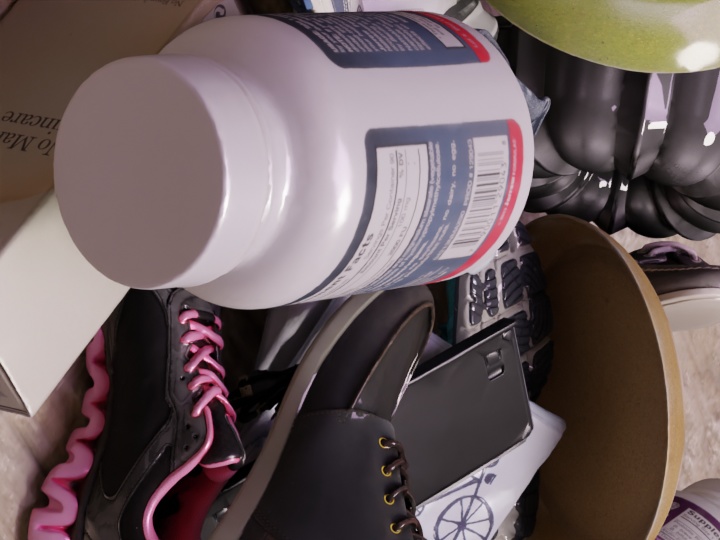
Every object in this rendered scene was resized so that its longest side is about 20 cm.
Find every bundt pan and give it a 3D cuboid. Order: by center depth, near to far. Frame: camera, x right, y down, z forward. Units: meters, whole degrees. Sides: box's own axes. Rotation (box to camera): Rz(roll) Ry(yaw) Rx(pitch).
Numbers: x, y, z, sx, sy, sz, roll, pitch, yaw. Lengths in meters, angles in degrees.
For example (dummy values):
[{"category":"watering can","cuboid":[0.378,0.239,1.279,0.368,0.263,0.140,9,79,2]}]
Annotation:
[{"category":"bundt pan","cuboid":[0.141,-0.069,1.495,0.202,0.201,0.076,28,68,-53]}]

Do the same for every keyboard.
[{"category":"keyboard","cuboid":[-0.004,0.077,1.384,0.199,0.021,0.128,-29,127,-23]}]

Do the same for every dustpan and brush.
[{"category":"dustpan and brush","cuboid":[0.000,0.000,1.447,0.199,0.057,0.140,-18,131,-45]}]

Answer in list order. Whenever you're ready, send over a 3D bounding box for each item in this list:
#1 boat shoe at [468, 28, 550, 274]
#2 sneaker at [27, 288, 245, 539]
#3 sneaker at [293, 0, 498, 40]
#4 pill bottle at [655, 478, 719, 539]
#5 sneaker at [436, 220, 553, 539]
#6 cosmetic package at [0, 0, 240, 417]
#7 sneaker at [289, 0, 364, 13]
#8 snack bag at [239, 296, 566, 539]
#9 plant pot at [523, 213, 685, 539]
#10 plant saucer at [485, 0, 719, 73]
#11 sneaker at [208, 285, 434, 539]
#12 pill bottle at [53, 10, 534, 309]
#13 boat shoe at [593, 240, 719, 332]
[{"category":"boat shoe","cuboid":[0.055,-0.057,1.368,0.091,0.071,0.200,-45,168,5]},{"category":"sneaker","cuboid":[-0.084,0.061,1.311,0.079,0.095,0.201,16,85,-52]},{"category":"sneaker","cuboid":[-0.026,-0.117,1.387,0.200,0.075,0.116,-40,111,-34]},{"category":"pill bottle","cuboid":[0.171,0.197,1.687,0.200,0.112,0.113,-27,120,-49]},{"category":"sneaker","cuboid":[0.050,0.064,1.510,0.077,0.079,0.201,-14,115,-51]},{"category":"cosmetic package","cuboid":[-0.135,-0.040,1.207,0.200,0.103,0.073,-55,138,-32]},{"category":"sneaker","cuboid":[-0.009,-0.191,1.285,0.085,0.077,0.201,-18,124,-10]},{"category":"snack bag","cuboid":[0.004,0.122,1.431,0.188,0.021,0.201,36,89,-38]},{"category":"plant pot","cuboid":[0.119,0.070,1.512,0.027,0.200,0.201,-3,103,-28]},{"category":"plant saucer","cuboid":[0.138,-0.184,1.426,0.200,0.199,0.031,-49,165,-35]},{"category":"sneaker","cuboid":[0.010,0.102,1.297,0.201,0.106,0.075,-62,158,-15]},{"category":"pill bottle","cuboid":[-0.028,-0.046,1.165,0.199,0.119,0.120,-7,105,-54]},{"category":"boat shoe","cuboid":[0.149,0.008,1.564,0.066,0.200,0.057,6,78,-20]}]
